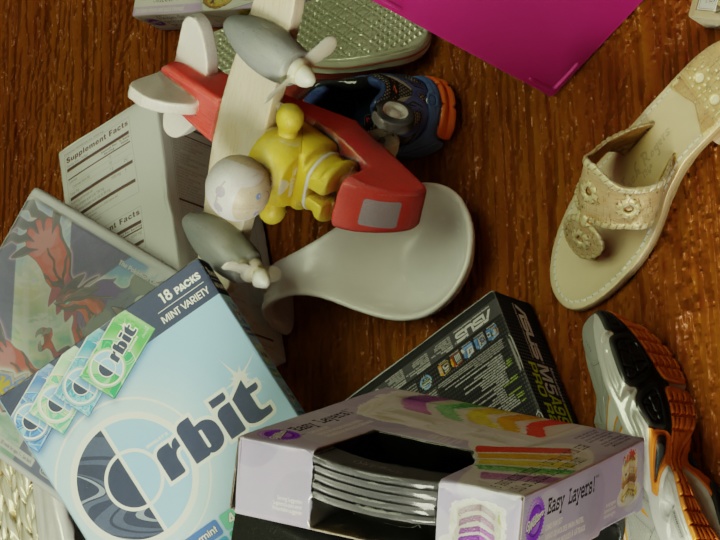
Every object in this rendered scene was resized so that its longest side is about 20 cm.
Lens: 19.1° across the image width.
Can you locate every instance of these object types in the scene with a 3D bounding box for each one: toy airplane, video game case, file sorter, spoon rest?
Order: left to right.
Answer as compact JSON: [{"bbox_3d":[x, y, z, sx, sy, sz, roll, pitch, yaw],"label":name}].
[{"bbox_3d":[-0.214,0.058,1.548,0.199,0.023,0.183,28,88,35],"label":"video game case"},{"bbox_3d":[-0.075,-0.087,1.463,0.198,0.201,0.141,-18,21,33],"label":"toy airplane"},{"bbox_3d":[0.000,0.000,1.527,0.199,0.060,0.100,-20,65,37],"label":"spoon rest"},{"bbox_3d":[0.089,-0.236,1.427,0.139,0.199,0.126,-46,49,21],"label":"file sorter"}]

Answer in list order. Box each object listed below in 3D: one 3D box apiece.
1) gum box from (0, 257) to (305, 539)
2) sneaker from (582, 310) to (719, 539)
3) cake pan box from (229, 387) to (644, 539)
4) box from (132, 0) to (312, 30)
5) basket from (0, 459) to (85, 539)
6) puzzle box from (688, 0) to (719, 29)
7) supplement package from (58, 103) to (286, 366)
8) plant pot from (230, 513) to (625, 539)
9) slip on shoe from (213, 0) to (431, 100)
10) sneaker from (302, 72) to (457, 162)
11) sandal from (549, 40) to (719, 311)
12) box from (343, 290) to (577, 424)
[{"bbox_3d":[-0.123,0.123,1.457,0.169,0.045,0.201,-35,83,3],"label":"gum box"},{"bbox_3d":[0.165,0.121,1.336,0.092,0.075,0.201,-37,54,33],"label":"sneaker"},{"bbox_3d":[0.047,0.119,1.240,0.183,0.199,0.053,8,99,29],"label":"cake pan box"},{"bbox_3d":[-0.100,-0.219,1.697,0.199,0.039,0.042,4,79,42],"label":"box"},{"bbox_3d":[-0.223,0.160,1.627,0.123,0.135,0.202,-31,58,33],"label":"basket"},{"bbox_3d":[0.294,-0.246,1.364,0.132,0.025,0.202,12,85,43],"label":"puzzle box"},{"bbox_3d":[-0.144,-0.012,1.623,0.109,0.113,0.202,-27,59,31],"label":"supplement package"},{"bbox_3d":[0.018,0.220,1.312,0.177,0.198,0.202,27,114,42],"label":"plant pot"},{"bbox_3d":[-0.034,-0.160,1.611,0.198,0.061,0.075,-10,50,26],"label":"slip on shoe"},{"bbox_3d":[-0.026,-0.107,1.570,0.199,0.078,0.076,-21,63,36],"label":"sneaker"},{"bbox_3d":[0.173,-0.070,1.387,0.212,0.069,0.078,-51,50,18],"label":"sandal"},{"bbox_3d":[0.056,0.135,1.446,0.200,0.044,0.161,-38,55,27],"label":"box"}]
